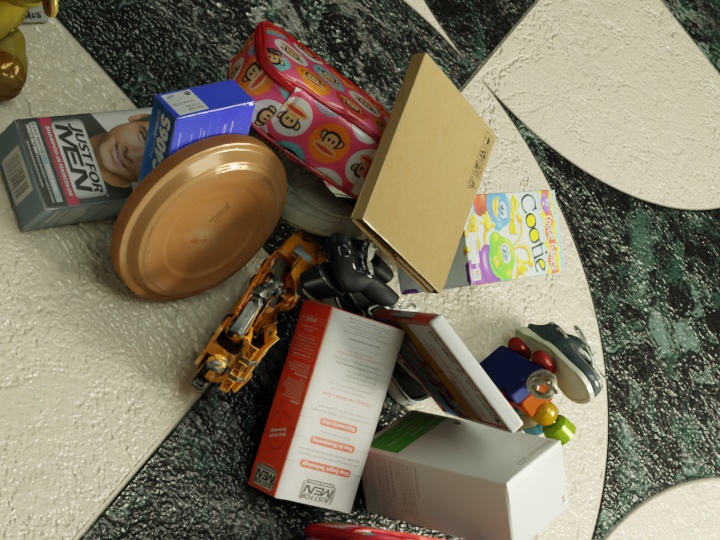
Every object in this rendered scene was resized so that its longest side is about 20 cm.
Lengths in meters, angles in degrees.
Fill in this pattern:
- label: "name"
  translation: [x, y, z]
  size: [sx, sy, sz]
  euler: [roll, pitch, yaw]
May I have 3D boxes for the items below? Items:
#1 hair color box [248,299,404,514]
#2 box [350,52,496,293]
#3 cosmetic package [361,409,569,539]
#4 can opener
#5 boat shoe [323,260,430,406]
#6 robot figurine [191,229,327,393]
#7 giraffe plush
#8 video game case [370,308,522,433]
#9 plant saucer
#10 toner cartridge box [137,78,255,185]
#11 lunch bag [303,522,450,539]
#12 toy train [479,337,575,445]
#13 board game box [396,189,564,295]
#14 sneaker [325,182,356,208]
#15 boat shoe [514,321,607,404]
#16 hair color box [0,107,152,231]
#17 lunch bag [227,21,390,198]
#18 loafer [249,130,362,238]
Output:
- label: "hair color box"
  translation: [-0.035, 0.141, 1.409]
  size: [0.101, 0.061, 0.200]
  euler: [20, 86, -34]
- label: "box"
  translation: [0.070, -0.100, 1.422]
  size: [0.163, 0.021, 0.200]
  euler: [42, 62, -45]
- label: "cosmetic package"
  translation: [0.107, 0.220, 1.445]
  size: [0.108, 0.200, 0.085]
  euler: [-28, 115, -45]
- label: "can opener"
  translation: [0.000, 0.000, 1.438]
  size: [0.200, 0.078, 0.064]
  euler: [17, 65, -69]
- label: "boat shoe"
  translation: [0.027, 0.062, 1.553]
  size: [0.074, 0.068, 0.200]
  euler: [-30, 89, -44]
- label: "robot figurine"
  translation: [-0.104, 0.047, 1.403]
  size: [0.058, 0.145, 0.200]
  euler: [34, 39, -3]
- label: "giraffe plush"
  translation: [-0.356, -0.273, 1.335]
  size: [0.200, 0.162, 0.173]
  euler: [-37, 94, -43]
- label: "video game case"
  translation: [0.086, 0.102, 1.431]
  size: [0.017, 0.200, 0.143]
  euler: [-40, 101, -13]
- label: "plant saucer"
  translation: [-0.156, -0.047, 1.372]
  size: [0.200, 0.201, 0.032]
  euler: [-11, 46, -42]
- label: "toner cartridge box"
  translation: [-0.173, -0.093, 1.372]
  size: [0.095, 0.200, 0.043]
  euler: [-17, 51, -36]
- label: "lunch bag"
  translation: [0.050, 0.305, 1.363]
  size: [0.200, 0.176, 0.082]
  euler: [15, 78, -27]
- label: "toy train"
  translation: [0.211, 0.160, 1.585]
  size: [0.085, 0.200, 0.116]
  euler: [-40, 109, -7]
- label: "board game box"
  translation: [0.140, -0.036, 1.598]
  size: [0.200, 0.103, 0.105]
  euler: [-8, 90, -51]
- label: "sneaker"
  translation: [-0.019, -0.130, 1.605]
  size: [0.200, 0.084, 0.121]
  euler: [9, 70, -39]
- label: "boat shoe"
  translation: [0.249, 0.105, 1.638]
  size: [0.062, 0.200, 0.075]
  euler: [-21, 103, -10]
- label: "hair color box"
  translation: [-0.264, -0.108, 1.401]
  size: [0.200, 0.061, 0.099]
  euler: [-12, 77, -43]
- label: "lunch bag"
  translation: [-0.049, -0.175, 1.463]
  size: [0.200, 0.082, 0.176]
  euler: [35, 19, -22]
- label: "loafer"
  translation: [-0.074, -0.093, 1.475]
  size: [0.200, 0.070, 0.070]
  euler: [29, 19, 29]
